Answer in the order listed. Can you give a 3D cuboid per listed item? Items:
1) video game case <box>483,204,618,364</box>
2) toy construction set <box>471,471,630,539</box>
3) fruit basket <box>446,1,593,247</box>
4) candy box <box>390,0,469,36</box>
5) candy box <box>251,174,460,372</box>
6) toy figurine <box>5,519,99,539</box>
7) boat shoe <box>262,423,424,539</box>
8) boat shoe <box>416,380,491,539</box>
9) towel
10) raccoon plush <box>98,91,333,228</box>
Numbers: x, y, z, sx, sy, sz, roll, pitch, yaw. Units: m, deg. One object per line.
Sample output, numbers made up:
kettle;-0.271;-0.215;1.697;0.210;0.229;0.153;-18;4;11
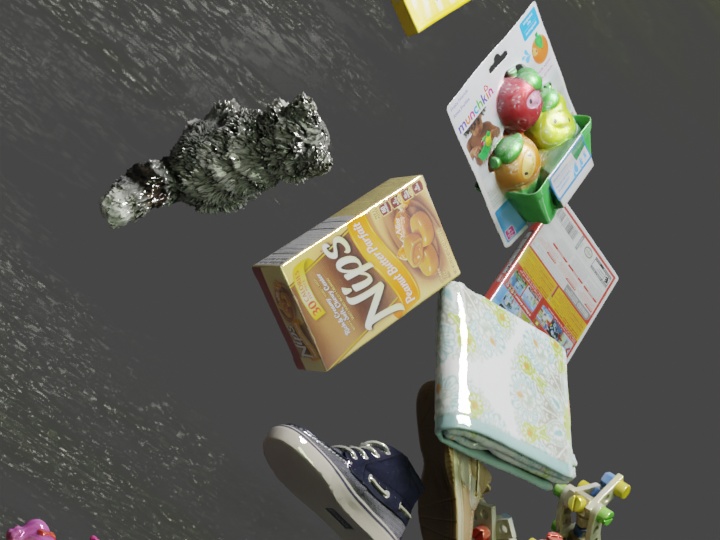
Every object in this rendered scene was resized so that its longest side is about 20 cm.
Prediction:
video game case;0.215;0.032;1.366;0.143;0.017;0.200;50;61;-26
toy construction set;0.205;0.295;1.300;0.199;0.092;0.132;-4;118;-32
fruit basket;0.180;-0.155;1.280;0.185;0.093;0.201;-50;137;-28
candy box;0.047;-0.359;1.242;0.102;0.026;0.201;-36;110;-29
candy box;0.000;0.000;1.175;0.200;0.055;0.116;-35;109;-34
toy figurine;-0.275;0.267;0.934;0.200;0.150;0.184;52;42;4
boat shoe;-0.013;0.192;1.158;0.200;0.074;0.093;54;52;-32
boat shoe;0.104;0.215;1.239;0.069;0.074;0.201;0;88;-32
towel;0.150;0.124;1.241;0.200;0.048;0.172;30;46;-35
raccoon plush;-0.113;-0.082;1.040;0.200;0.134;0.097;-45;115;-30
